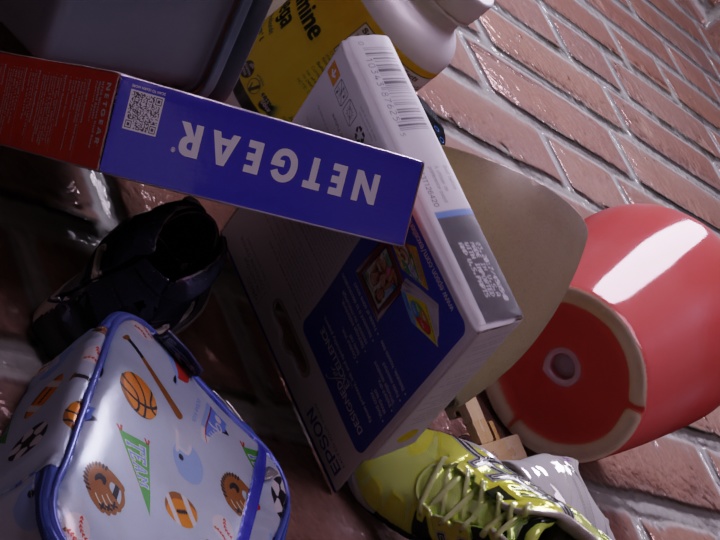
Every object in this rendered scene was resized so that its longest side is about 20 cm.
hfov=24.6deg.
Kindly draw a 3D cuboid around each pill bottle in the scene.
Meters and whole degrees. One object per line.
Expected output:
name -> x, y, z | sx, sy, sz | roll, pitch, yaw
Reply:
pill bottle -> -0.003, -0.168, 1.217 | 0.112, 0.199, 0.113 | 42, 25, -25

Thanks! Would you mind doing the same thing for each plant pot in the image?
plant pot -> 0.196, 0.059, 1.328 | 0.202, 0.200, 0.177 | 57, 33, 7
plant pot -> 0.040, 0.014, 1.106 | 0.200, 0.199, 0.136 | 32, 68, -41

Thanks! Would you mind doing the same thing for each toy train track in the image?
toy train track -> 0.099, 0.177, 1.159 | 0.114, 0.032, 0.202 | -2, 67, -63

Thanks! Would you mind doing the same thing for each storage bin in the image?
storage bin -> -0.172, -0.187, 1.000 | 0.133, 0.147, 0.200 | -2, 37, -48

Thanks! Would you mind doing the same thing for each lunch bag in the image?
lunch bag -> -0.101, 0.121, 0.790 | 0.161, 0.075, 0.201 | 49, 24, -19

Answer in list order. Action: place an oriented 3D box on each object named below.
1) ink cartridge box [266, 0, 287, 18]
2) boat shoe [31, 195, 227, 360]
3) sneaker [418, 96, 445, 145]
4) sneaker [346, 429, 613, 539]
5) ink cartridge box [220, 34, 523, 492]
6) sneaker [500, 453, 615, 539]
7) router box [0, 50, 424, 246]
ink cartridge box -> -0.088, -0.301, 1.385 | 0.200, 0.087, 0.146 | 43, 24, -30
boat shoe -> -0.103, -0.006, 0.933 | 0.075, 0.092, 0.200 | 50, 23, -8
sneaker -> 0.034, -0.105, 1.365 | 0.112, 0.073, 0.201 | 36, 27, -34
sneaker -> 0.083, 0.148, 1.019 | 0.198, 0.076, 0.076 | 25, -14, 5
ink cartridge box -> 0.000, 0.000, 0.995 | 0.047, 0.200, 0.199 | -11, 64, -32
sneaker -> 0.150, 0.215, 1.095 | 0.099, 0.075, 0.202 | -9, 78, -47
router box -> -0.096, -0.068, 0.902 | 0.198, 0.049, 0.179 | 13, 2, -39
